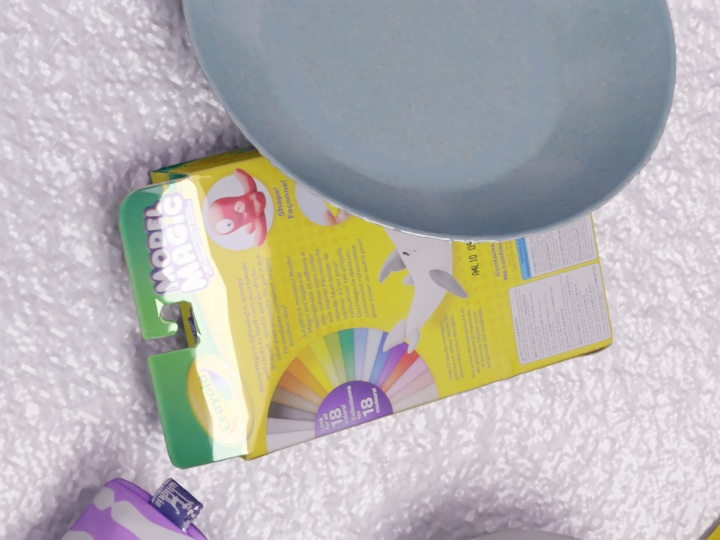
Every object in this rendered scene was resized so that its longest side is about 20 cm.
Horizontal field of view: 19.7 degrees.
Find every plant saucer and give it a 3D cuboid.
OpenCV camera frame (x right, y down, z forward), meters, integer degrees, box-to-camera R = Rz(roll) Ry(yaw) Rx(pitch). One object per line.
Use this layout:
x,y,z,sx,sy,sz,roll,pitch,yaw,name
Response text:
0.024,-0.092,0.810,0.200,0.039,0.202,8,60,-14,plant saucer

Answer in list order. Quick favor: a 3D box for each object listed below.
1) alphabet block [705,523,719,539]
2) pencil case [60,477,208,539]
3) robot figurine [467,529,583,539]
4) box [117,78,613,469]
0.280,0.171,0.892,0.195,0.196,0.200,-45,110,-17,alphabet block
-0.115,0.173,0.769,0.085,0.084,0.200,35,79,15,pencil case
0.061,0.205,0.835,0.150,0.125,0.201,14,88,-30,robot figurine
0.000,0.000,0.832,0.199,0.048,0.118,-15,100,-26,box
